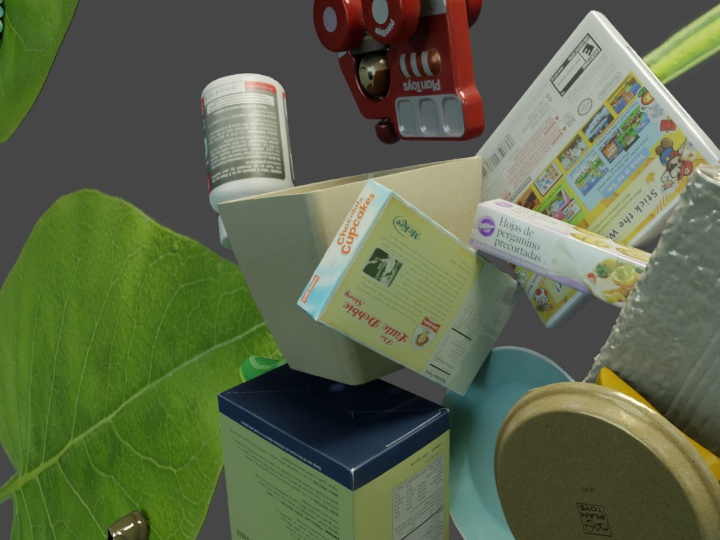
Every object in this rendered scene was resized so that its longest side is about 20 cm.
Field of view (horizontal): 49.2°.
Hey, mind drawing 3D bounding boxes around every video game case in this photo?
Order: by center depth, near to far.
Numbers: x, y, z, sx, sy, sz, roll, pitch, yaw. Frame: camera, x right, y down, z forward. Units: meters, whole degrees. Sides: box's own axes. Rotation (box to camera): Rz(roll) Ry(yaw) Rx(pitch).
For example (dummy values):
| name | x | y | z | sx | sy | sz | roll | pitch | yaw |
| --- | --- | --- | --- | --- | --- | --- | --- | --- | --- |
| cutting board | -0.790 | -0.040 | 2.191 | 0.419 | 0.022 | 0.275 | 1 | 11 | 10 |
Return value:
| name | x | y | z | sx | sy | sz | roll | pitch | yaw |
| --- | --- | --- | --- | --- | --- | --- | --- | --- | --- |
| video game case | 0.185 | -0.084 | 0.676 | 0.201 | 0.023 | 0.184 | -51 | 50 | 35 |

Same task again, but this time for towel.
| name | x | y | z | sx | sy | sz | roll | pitch | yaw |
| --- | --- | --- | --- | --- | --- | --- | --- | --- | --- |
| towel | 0.244 | 0.039 | 0.531 | 0.131 | 0.034 | 0.203 | 34 | 126 | 24 |

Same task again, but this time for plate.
| name | x | y | z | sx | sy | sz | roll | pitch | yaw |
| --- | --- | --- | --- | --- | --- | --- | --- | --- | --- |
| plate | 0.143 | 0.170 | 0.708 | 0.198 | 0.025 | 0.206 | -6 | 82 | 52 |

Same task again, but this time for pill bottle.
| name | x | y | z | sx | sy | sz | roll | pitch | yaw |
| --- | --- | --- | --- | --- | --- | --- | --- | --- | --- |
| pill bottle | -0.143 | -0.136 | 1.016 | 0.113 | 0.112 | 0.205 | -22 | 71 | 48 |

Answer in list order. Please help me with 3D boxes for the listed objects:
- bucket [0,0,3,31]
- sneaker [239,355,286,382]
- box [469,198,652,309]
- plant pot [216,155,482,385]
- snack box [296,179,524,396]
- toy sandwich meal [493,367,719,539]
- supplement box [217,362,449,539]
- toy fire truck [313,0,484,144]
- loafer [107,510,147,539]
| name | x | y | z | sx | sy | sz | roll | pitch | yaw |
| --- | --- | --- | --- | --- | --- | --- | --- | --- | --- |
| bucket | -1.117 | -0.710 | 2.252 | 0.205 | 0.133 | 0.213 | -5 | 83 | 52 |
| sneaker | -0.066 | 0.122 | 0.939 | 0.197 | 0.073 | 0.086 | 6 | 94 | 42 |
| box | 0.180 | -0.007 | 0.624 | 0.198 | 0.041 | 0.040 | 26 | 114 | 35 |
| plant pot | 0.000 | 0.000 | 0.771 | 0.198 | 0.197 | 0.181 | 2 | 106 | 57 |
| snack box | 0.051 | 0.022 | 0.673 | 0.037 | 0.198 | 0.118 | 33 | 92 | 51 |
| toy sandwich meal | 0.189 | 0.166 | 0.567 | 0.203 | 0.070 | 0.210 | 20 | 120 | 39 |
| supplement box | -0.025 | 0.219 | 0.775 | 0.198 | 0.133 | 0.205 | 17 | 116 | 43 |
| toy fire truck | 0.041 | -0.215 | 0.810 | 0.198 | 0.111 | 0.172 | 10 | 114 | 52 |
| loafer | -0.420 | 0.507 | 1.352 | 0.076 | 0.066 | 0.205 | 27 | 108 | 48 |
